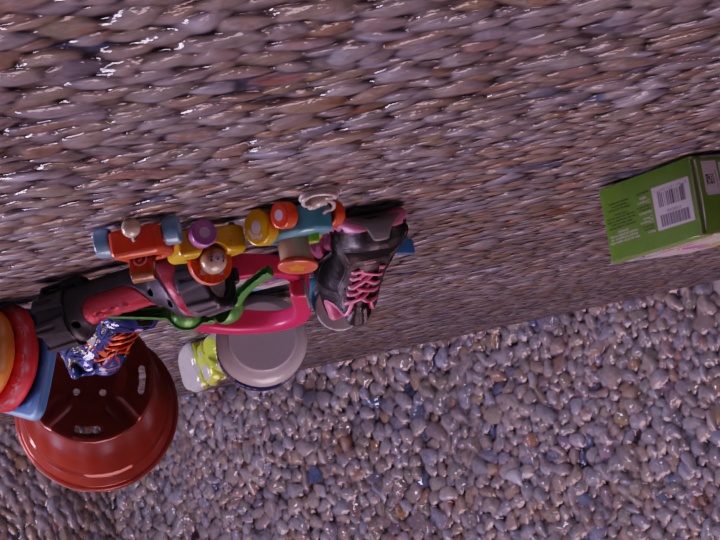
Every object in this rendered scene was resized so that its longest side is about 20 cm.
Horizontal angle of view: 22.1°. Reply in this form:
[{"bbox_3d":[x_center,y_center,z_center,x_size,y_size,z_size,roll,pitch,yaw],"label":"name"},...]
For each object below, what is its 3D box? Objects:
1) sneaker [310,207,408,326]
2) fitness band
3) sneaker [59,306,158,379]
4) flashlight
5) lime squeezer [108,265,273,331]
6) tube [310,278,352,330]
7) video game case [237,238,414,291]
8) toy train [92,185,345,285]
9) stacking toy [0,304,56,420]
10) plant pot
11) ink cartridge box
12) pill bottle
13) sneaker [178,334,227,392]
[{"bbox_3d":[0.000,0.000,1.672,0.079,0.096,0.200,-7,172,-14],"label":"sneaker"},{"bbox_3d":[-0.121,0.025,1.840,0.143,0.038,0.200,-2,164,0],"label":"fitness band"},{"bbox_3d":[-0.267,0.071,1.979,0.075,0.079,0.200,-8,174,-30],"label":"sneaker"},{"bbox_3d":[-0.208,0.029,1.688,0.199,0.068,0.068,-18,-155,26],"label":"flashlight"},{"bbox_3d":[-0.156,0.035,1.735,0.199,0.038,0.071,-12,171,24],"label":"lime squeezer"},{"bbox_3d":[-0.029,0.019,1.984,0.077,0.051,0.200,-5,-169,-3],"label":"tube"},{"bbox_3d":[-0.063,-0.005,1.891,0.199,0.018,0.143,-13,174,28],"label":"video game case"},{"bbox_3d":[-0.106,-0.019,1.482,0.199,0.056,0.150,-10,175,2],"label":"toy train"},{"bbox_3d":[-0.403,0.080,1.800,0.199,0.110,0.116,10,178,-40],"label":"stacking toy"},{"bbox_3d":[-0.312,0.145,2.159,0.200,0.202,0.195,-9,166,-9],"label":"plant pot"},{"bbox_3d":[0.352,-0.064,1.750,0.199,0.076,0.148,-6,173,-28],"label":"ink cartridge box"},{"bbox_3d":[-0.121,0.087,2.235,0.110,0.112,0.200,-10,174,-5],"label":"pill bottle"},{"bbox_3d":[-0.197,0.132,2.731,0.105,0.076,0.200,-8,173,-26],"label":"sneaker"}]
